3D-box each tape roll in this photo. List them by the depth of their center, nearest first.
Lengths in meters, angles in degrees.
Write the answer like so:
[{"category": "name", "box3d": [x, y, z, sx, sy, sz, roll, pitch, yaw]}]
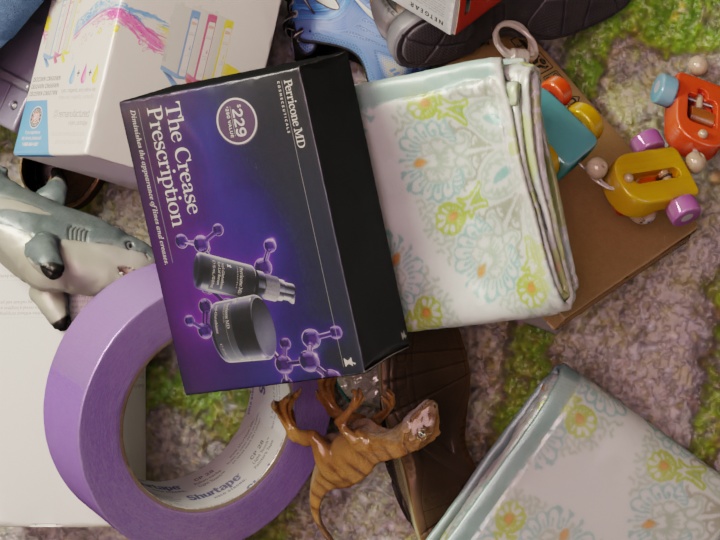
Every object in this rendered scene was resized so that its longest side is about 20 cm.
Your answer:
[{"category": "tape roll", "box3d": [-0.121, 0.096, 1.539, 0.199, 0.066, 0.201, -9, 108, -29]}]

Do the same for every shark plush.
[{"category": "shark plush", "box3d": [-0.238, -0.040, 1.573, 0.200, 0.091, 0.083, 36, 65, 29]}]

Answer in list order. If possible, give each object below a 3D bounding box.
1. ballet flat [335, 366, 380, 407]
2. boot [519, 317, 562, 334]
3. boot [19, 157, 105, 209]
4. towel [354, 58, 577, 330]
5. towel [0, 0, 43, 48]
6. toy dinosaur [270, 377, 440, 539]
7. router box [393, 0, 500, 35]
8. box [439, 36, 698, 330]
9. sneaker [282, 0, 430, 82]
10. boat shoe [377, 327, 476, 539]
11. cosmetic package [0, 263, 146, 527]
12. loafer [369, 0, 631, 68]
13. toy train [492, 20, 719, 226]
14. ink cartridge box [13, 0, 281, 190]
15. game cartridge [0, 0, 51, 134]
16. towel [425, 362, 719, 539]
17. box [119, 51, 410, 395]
[{"category": "ballet flat", "box3d": [0.000, 0.000, 1.568, 0.071, 0.072, 0.201, -13, 86, 11]}, {"category": "boot", "box3d": [0.068, -0.017, 1.539, 0.199, 0.074, 0.096, 18, 98, -8]}, {"category": "boot", "box3d": [-0.195, -0.140, 1.620, 0.073, 0.075, 0.201, 25, 92, 14]}, {"category": "towel", "box3d": [0.042, -0.045, 1.439, 0.199, 0.048, 0.172, -7, 98, 33]}, {"category": "towel", "box3d": [-0.295, -0.191, 1.595, 0.200, 0.048, 0.112, -43, 54, 22]}, {"category": "toy dinosaur", "box3d": [-0.018, 0.130, 1.520, 0.106, 0.060, 0.200, 59, 144, 10]}, {"category": "router box", "box3d": [0.046, -0.267, 1.510, 0.200, 0.049, 0.179, 34, 52, 25]}, {"category": "box", "box3d": [0.123, -0.069, 1.515, 0.200, 0.163, 0.021, 50, 140, 11]}, {"category": "sneaker", "box3d": [-0.035, -0.201, 1.586, 0.200, 0.079, 0.089, 43, 94, 10]}, {"category": "boat shoe", "box3d": [0.041, 0.111, 1.552, 0.073, 0.065, 0.201, -9, 96, -23]}, {"category": "cosmetic package", "box3d": [-0.222, 0.090, 1.616, 0.112, 0.081, 0.201, 1, 89, 13]}, {"category": "loafer", "box3d": [0.101, -0.200, 1.535, 0.199, 0.072, 0.063, -16, 52, -20]}, {"category": "toy train", "box3d": [0.173, -0.096, 1.507, 0.199, 0.056, 0.151, 14, 52, -16]}, {"category": "ink cartridge box", "box3d": [-0.147, -0.163, 1.546, 0.125, 0.128, 0.201, 15, 84, -32]}, {"category": "game cartridge", "box3d": [-0.261, -0.217, 1.642, 0.129, 0.038, 0.201, 27, 94, 24]}, {"category": "towel", "box3d": [0.150, 0.191, 1.523, 0.171, 0.048, 0.200, 36, 91, -11]}, {"category": "box", "box3d": [-0.062, -0.030, 1.420, 0.141, 0.079, 0.201, -9, 98, 25]}]
